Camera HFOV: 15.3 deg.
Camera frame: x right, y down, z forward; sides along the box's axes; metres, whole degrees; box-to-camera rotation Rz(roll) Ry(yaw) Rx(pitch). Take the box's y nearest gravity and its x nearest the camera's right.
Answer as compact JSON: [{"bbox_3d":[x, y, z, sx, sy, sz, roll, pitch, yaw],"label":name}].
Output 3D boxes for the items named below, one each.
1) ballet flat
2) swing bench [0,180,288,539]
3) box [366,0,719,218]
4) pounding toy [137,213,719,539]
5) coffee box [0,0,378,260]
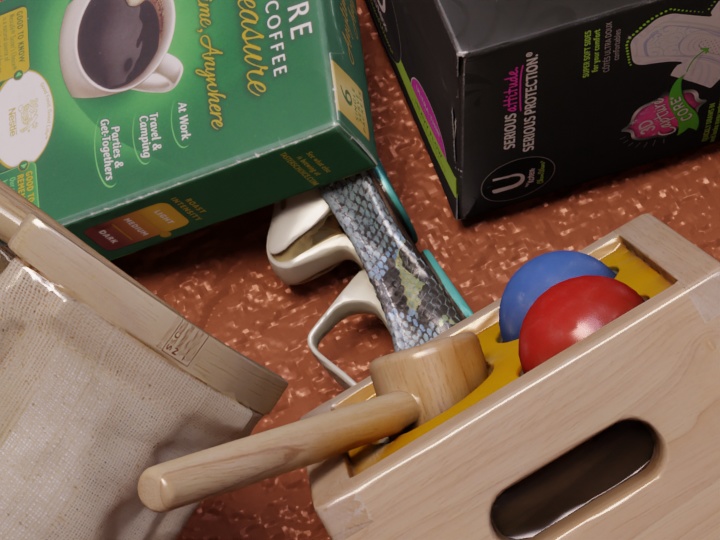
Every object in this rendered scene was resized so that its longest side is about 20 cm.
[{"bbox_3d":[0.000,0.000,1.078,0.074,0.074,0.200,-24,60,-11],"label":"ballet flat"},{"bbox_3d":[-0.170,0.061,0.959,0.200,0.130,0.199,34,89,30],"label":"swing bench"},{"bbox_3d":[0.108,-0.136,1.110,0.199,0.124,0.149,-17,60,-9],"label":"box"},{"bbox_3d":[0.044,0.065,0.931,0.199,0.184,0.143,-30,98,1],"label":"pounding toy"},{"bbox_3d":[-0.093,-0.068,1.092,0.199,0.044,0.123,-20,58,18],"label":"coffee box"}]
